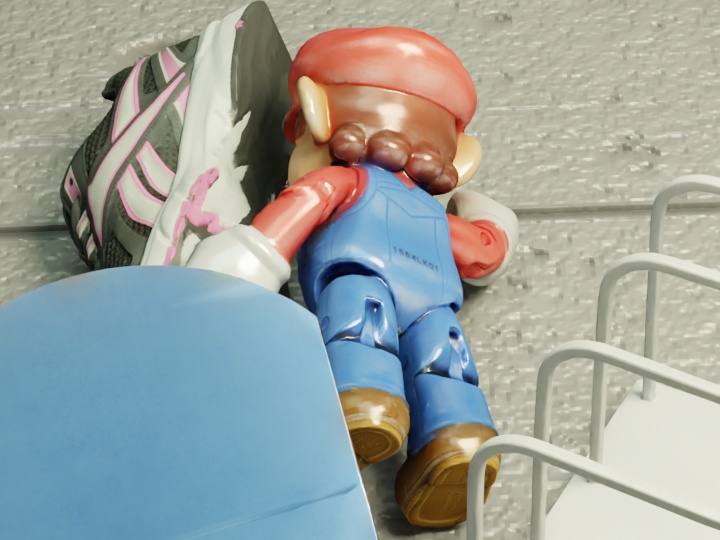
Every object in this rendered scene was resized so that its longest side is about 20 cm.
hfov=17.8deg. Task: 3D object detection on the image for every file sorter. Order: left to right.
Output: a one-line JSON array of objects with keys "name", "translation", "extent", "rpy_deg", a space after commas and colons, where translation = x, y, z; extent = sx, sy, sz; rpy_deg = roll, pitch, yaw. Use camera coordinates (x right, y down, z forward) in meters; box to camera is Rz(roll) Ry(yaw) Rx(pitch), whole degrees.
[{"name": "file sorter", "translation": [0.110, 0.081, 0.712], "extent": [0.138, 0.125, 0.200], "rpy_deg": [19, 45, 23]}]

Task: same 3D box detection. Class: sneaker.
[{"name": "sneaker", "translation": [-0.077, -0.014, 0.887], "extent": [0.086, 0.080, 0.200], "rpy_deg": [-14, 38, 24]}]

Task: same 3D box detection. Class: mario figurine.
[{"name": "mario figurine", "translation": [0.000, 0.000, 0.841], "extent": [0.105, 0.124, 0.201], "rpy_deg": [-13, 51, 15]}]

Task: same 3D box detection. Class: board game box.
[{"name": "board game box", "translation": [-0.070, 0.097, 0.749], "extent": [0.157, 0.039, 0.201], "rpy_deg": [-18, 66, 3]}]
